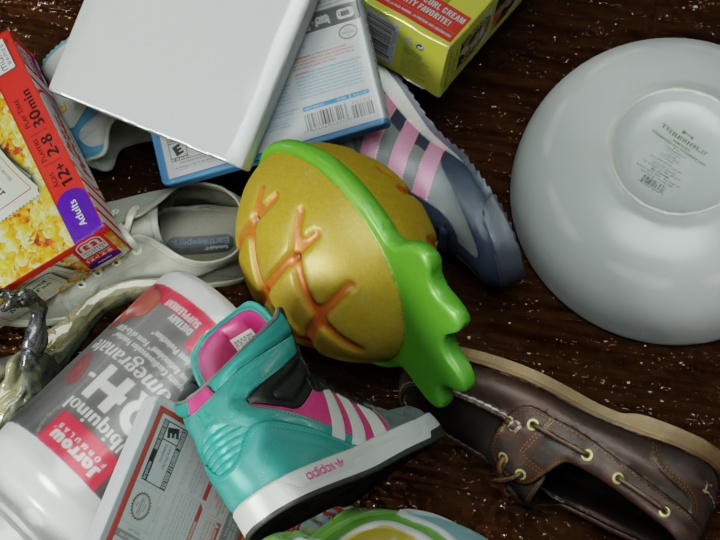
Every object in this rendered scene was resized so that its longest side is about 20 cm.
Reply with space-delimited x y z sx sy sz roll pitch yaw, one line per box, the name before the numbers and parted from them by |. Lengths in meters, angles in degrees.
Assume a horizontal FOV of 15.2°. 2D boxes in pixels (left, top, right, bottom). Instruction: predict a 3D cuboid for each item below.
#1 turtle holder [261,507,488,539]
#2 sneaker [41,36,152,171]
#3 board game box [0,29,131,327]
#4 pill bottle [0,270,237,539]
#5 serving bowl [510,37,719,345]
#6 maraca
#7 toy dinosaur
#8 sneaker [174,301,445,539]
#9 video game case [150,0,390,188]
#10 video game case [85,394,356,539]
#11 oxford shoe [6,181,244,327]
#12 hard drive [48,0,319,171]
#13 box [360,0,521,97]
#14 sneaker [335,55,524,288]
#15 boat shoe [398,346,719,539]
turtle holder | 0.024 0.186 1.471 0.141 0.132 0.186 -42 108 -27
sneaker | -0.092 -0.126 1.676 0.199 0.077 0.081 -21 75 0
board game box | -0.258 -0.027 1.619 0.200 0.046 0.152 -31 66 5
pill bottle | -0.141 0.104 1.554 0.111 0.111 0.200 41 74 17
serving bowl | 0.191 -0.059 1.640 0.199 0.066 0.201 -1 68 2
maraca | 0.000 0.000 1.553 0.107 0.137 0.200 -31 44 -23
toy dinosaur | -0.201 0.054 1.584 0.200 0.088 0.047 -48 39 -6
sneaker | -0.036 0.074 1.501 0.084 0.200 0.121 -37 79 25
video game case | -0.072 -0.164 1.621 0.143 0.018 0.201 -15 81 12
video game case | -0.064 0.177 1.509 0.200 0.017 0.143 32 66 -25
oxford shoe | -0.151 -0.014 1.634 0.199 0.058 0.075 -9 69 -1
hard drive | -0.088 -0.175 1.603 0.132 0.027 0.201 22 89 14
box | 0.073 -0.197 1.680 0.075 0.050 0.200 32 55 14
sneaker | 0.018 -0.052 1.640 0.082 0.070 0.200 -31 61 -17
boat shoe | 0.111 0.105 1.568 0.199 0.070 0.070 20 65 10
